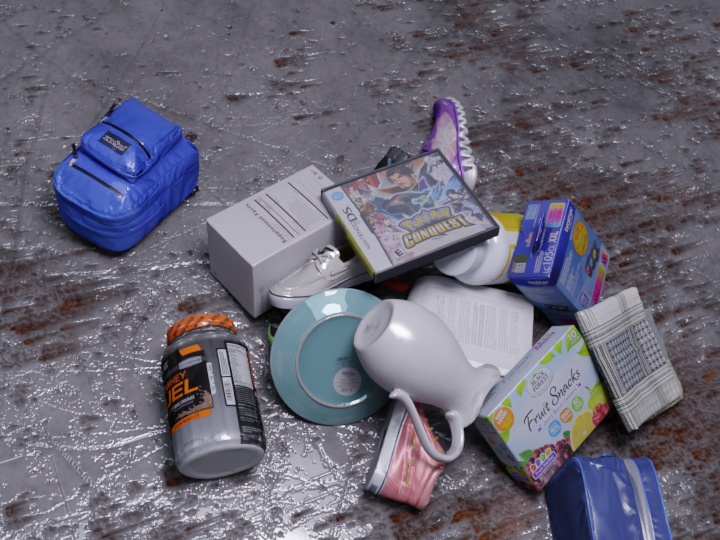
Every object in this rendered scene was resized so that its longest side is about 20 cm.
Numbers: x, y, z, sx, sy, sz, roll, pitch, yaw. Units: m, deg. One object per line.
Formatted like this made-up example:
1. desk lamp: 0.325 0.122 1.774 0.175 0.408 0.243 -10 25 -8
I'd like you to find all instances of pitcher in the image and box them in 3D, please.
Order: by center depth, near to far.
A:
1. pitcher: 0.082 0.147 1.283 0.200 0.121 0.172 38 52 -23

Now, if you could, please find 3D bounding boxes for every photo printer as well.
1. photo printer: 0.160 0.096 1.446 0.200 0.069 0.167 12 55 -5

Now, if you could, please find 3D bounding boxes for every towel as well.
1. towel: 0.413 0.128 1.431 0.200 0.035 0.193 -14 79 -50

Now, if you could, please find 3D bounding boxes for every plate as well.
1. plate: -0.027 0.125 1.337 0.200 0.026 0.200 -2 99 -15

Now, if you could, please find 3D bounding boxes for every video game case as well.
1. video game case: 0.069 -0.084 1.374 0.200 0.026 0.181 -21 54 -16

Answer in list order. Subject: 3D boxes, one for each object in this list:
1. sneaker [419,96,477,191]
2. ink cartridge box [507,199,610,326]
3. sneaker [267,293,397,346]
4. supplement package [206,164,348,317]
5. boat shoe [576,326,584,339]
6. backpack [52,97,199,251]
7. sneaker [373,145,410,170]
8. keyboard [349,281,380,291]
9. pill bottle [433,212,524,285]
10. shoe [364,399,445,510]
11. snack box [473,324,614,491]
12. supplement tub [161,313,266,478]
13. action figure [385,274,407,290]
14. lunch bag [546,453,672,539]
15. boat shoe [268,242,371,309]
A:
1. sneaker: 0.141 -0.216 1.641 0.088 0.081 0.200 -4 60 -7
2. ink cartridge box: 0.297 -0.017 1.444 0.076 0.200 0.137 -1 62 40
3. sneaker: -0.040 0.062 1.393 0.200 0.077 0.084 -14 73 -5
4. supplement package: -0.115 -0.046 1.432 0.200 0.121 0.120 -31 58 -27
5. boat shoe: 0.345 0.129 1.480 0.200 0.074 0.067 -23 93 -25
6. backpack: -0.363 -0.146 1.426 0.162 0.168 0.200 29 60 14
7. sneaker: 0.097 -0.120 1.557 0.082 0.073 0.200 -47 56 -2
8. keyboard: 0.000 0.000 1.502 0.104 0.040 0.200 10 55 22
9. pill bottle: 0.197 -0.034 1.466 0.200 0.112 0.112 -1 52 -51
10. shoe: 0.078 0.235 1.343 0.091 0.071 0.200 23 58 -3
11. snack box: 0.268 0.194 1.369 0.200 0.053 0.142 -42 104 -24
12. supplement tub: -0.202 0.168 1.286 0.122 0.123 0.200 -6 59 -16
13. action figure: 0.107 -0.035 1.484 0.099 0.065 0.200 0 25 17
14. lunch bag: 0.343 0.344 1.291 0.132 0.136 0.200 5 56 -10
15. boat shoe: -0.052 -0.003 1.383 0.200 0.070 0.071 -20 33 -38
